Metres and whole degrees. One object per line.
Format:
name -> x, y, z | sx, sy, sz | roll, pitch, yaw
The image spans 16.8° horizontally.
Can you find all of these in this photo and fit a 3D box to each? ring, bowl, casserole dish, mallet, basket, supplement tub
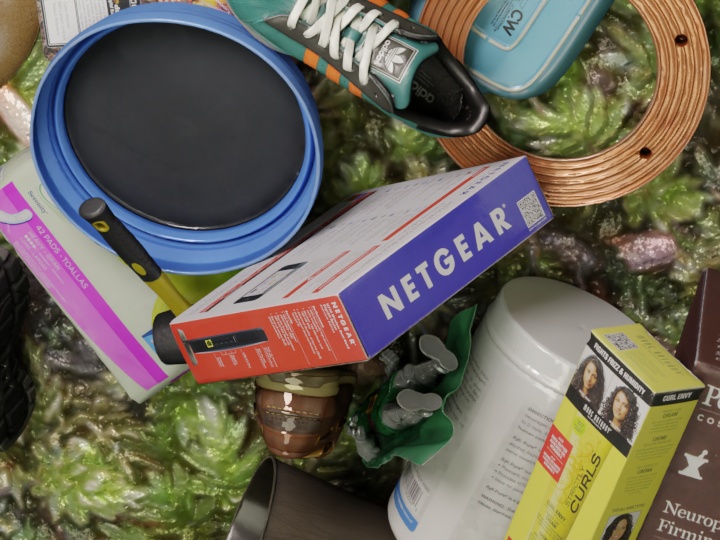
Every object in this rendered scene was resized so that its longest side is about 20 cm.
ring -> 0.134, -0.138, 1.628 | 0.200, 0.019, 0.201 | 4, 113, 9
bowl -> -0.121, -0.090, 1.636 | 0.200, 0.039, 0.201 | 5, 124, 8
casserole dish -> 0.112, -0.199, 1.638 | 0.121, 0.039, 0.200 | 32, 116, -3
mallet -> -0.147, 0.008, 1.650 | 0.066, 0.041, 0.200 | -15, 146, 24
basket -> 0.004, 0.235, 1.781 | 0.200, 0.180, 0.136 | 21, 99, -8
supplement tub -> 0.114, 0.120, 1.720 | 0.132, 0.132, 0.200 | 27, 115, -1

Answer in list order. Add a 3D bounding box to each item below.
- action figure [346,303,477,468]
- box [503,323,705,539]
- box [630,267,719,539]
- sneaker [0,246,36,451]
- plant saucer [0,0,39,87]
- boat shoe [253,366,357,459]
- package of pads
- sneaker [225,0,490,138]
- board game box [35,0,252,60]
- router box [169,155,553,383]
action figure -> 0.026, 0.095, 1.715 | 0.055, 0.200, 0.118 | 26, 71, -6
box -> 0.155, 0.137, 1.612 | 0.075, 0.050, 0.200 | 47, 129, 39
box -> 0.280, 0.137, 1.673 | 0.166, 0.164, 0.200 | 17, 115, 4
sneaker -> -0.290, 0.053, 1.786 | 0.079, 0.075, 0.200 | 23, 137, 18
plant saucer -> -0.325, -0.201, 1.727 | 0.200, 0.035, 0.201 | 4, 114, 10
boat shoe -> -0.044, 0.097, 1.704 | 0.072, 0.200, 0.068 | 8, 89, 4
package of pads -> -0.156, -0.025, 1.748 | 0.154, 0.068, 0.200 | -34, 103, 22
sneaker -> 0.004, -0.148, 1.562 | 0.200, 0.080, 0.071 | 30, 88, -26
board game box -> -0.116, -0.234, 1.636 | 0.199, 0.097, 0.160 | -1, 112, 12
router box -> 0.000, 0.000, 1.619 | 0.179, 0.200, 0.049 | -10, 110, 50
